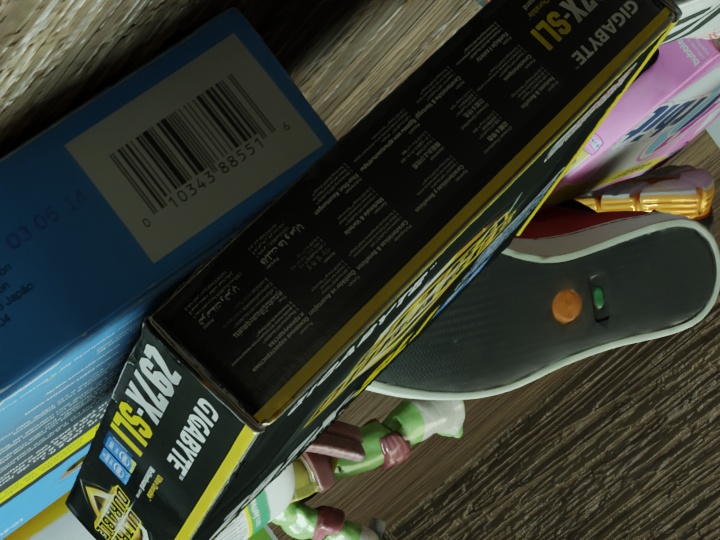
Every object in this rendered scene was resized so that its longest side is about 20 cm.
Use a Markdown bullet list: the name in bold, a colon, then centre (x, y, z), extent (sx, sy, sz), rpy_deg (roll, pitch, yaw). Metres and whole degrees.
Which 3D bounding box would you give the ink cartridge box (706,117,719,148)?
- **ink cartridge box**: centre (0.331, -0.151, 1.496), extent (0.199, 0.085, 0.146), rpy_deg (-35, 171, 0)

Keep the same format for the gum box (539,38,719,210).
- **gum box**: centre (0.133, -0.097, 1.044), extent (0.113, 0.066, 0.200), rpy_deg (-42, 170, 24)

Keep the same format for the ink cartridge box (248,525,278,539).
- **ink cartridge box**: centre (-0.137, 0.269, 1.598), extent (0.199, 0.148, 0.076), rpy_deg (-33, 171, -22)

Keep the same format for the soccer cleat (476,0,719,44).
- **soccer cleat**: centre (0.132, -0.127, 0.880), extent (0.199, 0.069, 0.085), rpy_deg (-23, 179, -41)

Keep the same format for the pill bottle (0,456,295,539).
- **pill bottle**: centre (-0.135, 0.101, 0.865), extent (0.199, 0.113, 0.113), rpy_deg (-35, 171, -17)

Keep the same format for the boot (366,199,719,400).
- **boot**: centre (0.046, 0.006, 1.018), extent (0.199, 0.073, 0.144), rpy_deg (-9, -168, -24)

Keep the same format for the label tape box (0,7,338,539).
- **label tape box**: centre (-0.092, 0.013, 0.731), extent (0.144, 0.063, 0.200), rpy_deg (-36, 171, -20)

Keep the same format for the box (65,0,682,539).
- **box**: centre (0.000, 0.000, 0.691), extent (0.200, 0.049, 0.160), rpy_deg (-44, 175, -29)

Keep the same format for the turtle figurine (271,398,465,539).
- **turtle figurine**: centre (-0.034, 0.136, 1.365), extent (0.194, 0.201, 0.143), rpy_deg (-37, -153, -30)

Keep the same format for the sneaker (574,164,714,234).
- **sneaker**: centre (0.106, -0.009, 1.191), extent (0.199, 0.078, 0.078), rpy_deg (-1, -163, 46)
